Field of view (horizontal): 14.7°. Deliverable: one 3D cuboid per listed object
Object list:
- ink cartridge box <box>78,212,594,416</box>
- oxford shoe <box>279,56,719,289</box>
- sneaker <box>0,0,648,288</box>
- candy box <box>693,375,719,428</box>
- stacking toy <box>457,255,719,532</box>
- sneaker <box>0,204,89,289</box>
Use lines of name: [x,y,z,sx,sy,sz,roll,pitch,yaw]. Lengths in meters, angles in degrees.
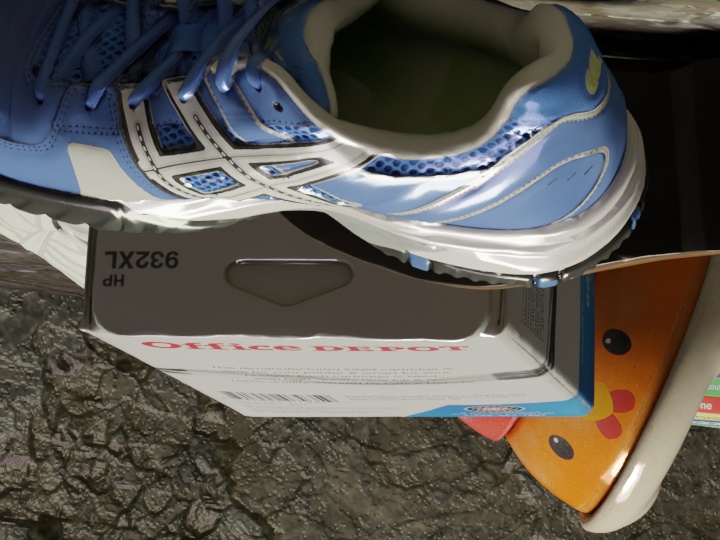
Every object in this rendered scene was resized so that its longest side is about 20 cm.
ink cartridge box: [0.000,0.000,1.009,0.145,0.084,0.200,0,170,13]
oxford shoe: [0.066,-0.029,0.783,0.200,0.071,0.071,4,-179,26]
sneaker: [-0.028,-0.052,0.695,0.200,0.076,0.077,6,154,10]
candy box: [0.253,0.070,1.918,0.169,0.077,0.200,5,175,32]
stacking toy: [0.047,0.009,1.151,0.200,0.146,0.146,22,176,-1]
sneaker: [-0.110,-0.034,1.077,0.081,0.075,0.200,14,169,6]
